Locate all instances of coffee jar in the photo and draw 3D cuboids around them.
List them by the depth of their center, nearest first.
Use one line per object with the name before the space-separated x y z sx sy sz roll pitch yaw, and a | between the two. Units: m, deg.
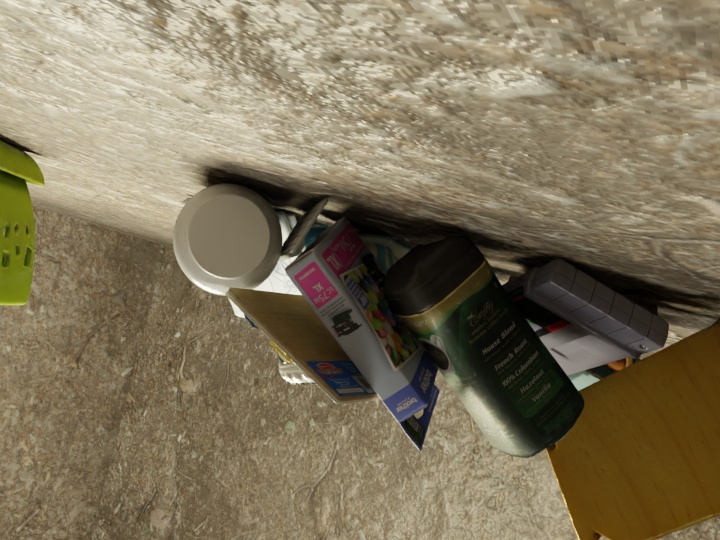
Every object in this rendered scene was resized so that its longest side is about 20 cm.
coffee jar | 0.106 0.063 0.731 0.201 0.085 0.104 53 165 -8

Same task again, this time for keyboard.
keyboard | -0.060 -0.037 0.789 0.011 0.057 0.200 28 175 -9

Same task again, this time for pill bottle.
pill bottle | -0.131 -0.028 0.806 0.103 0.106 0.200 15 176 -9

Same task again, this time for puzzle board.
puzzle board | -0.024 0.074 0.781 0.150 0.018 0.199 42 -165 25

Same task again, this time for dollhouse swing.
dollhouse swing | 0.301 0.150 0.775 0.199 0.184 0.175 -34 147 28

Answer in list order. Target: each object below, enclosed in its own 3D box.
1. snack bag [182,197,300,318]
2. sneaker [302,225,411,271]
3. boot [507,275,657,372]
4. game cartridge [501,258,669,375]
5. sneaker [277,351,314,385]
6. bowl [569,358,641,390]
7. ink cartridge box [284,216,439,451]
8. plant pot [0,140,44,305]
snack bag | -0.122 0.000 1.004 0.198 0.021 0.191 11 132 43
sneaker | 0.000 0.000 0.893 0.076 0.082 0.199 11 176 30
boot | 0.227 0.057 0.889 0.153 0.078 0.200 12 174 13
game cartridge | 0.180 0.056 0.790 0.128 0.039 0.200 25 157 -11
sneaker | -0.015 0.078 0.915 0.197 0.081 0.074 -8 -163 27
bowl | 0.255 0.128 1.023 0.199 0.106 0.201 27 -159 -11
ink cartridge box | 0.019 0.053 0.754 0.201 0.042 0.119 56 -159 -7
plant pot | -0.485 -0.074 0.933 0.197 0.184 0.199 14 177 1
